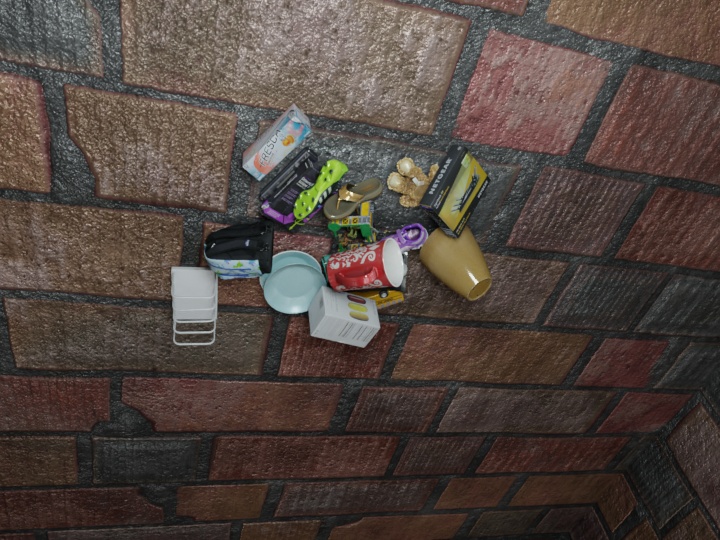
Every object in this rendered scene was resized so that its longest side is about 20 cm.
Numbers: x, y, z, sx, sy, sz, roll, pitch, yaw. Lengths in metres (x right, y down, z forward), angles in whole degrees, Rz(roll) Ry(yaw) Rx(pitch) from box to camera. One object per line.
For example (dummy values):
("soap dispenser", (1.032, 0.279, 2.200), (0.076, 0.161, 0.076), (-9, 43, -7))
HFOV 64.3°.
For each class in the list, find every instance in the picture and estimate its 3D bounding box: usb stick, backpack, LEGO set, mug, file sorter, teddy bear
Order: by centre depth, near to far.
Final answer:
("usb stick", (-0.195, -0.255, 1.554), (0.199, 0.033, 0.055), (-40, 136, 20))
("backpack", (-0.342, -0.053, 1.611), (0.192, 0.168, 0.156), (1, 146, -6))
("mug", (0.001, -0.012, 1.622), (0.194, 0.139, 0.176), (-9, 170, 29))
("teddy bear", (0.166, -0.242, 1.638), (0.194, 0.067, 0.149), (11, 109, -21))
("LEGO set", (-0.016, -0.139, 1.665), (0.148, 0.119, 0.201), (-6, 148, 18))
("file sorter", (-0.500, 0.109, 1.725), (0.134, 0.126, 0.205), (1, 130, -15))

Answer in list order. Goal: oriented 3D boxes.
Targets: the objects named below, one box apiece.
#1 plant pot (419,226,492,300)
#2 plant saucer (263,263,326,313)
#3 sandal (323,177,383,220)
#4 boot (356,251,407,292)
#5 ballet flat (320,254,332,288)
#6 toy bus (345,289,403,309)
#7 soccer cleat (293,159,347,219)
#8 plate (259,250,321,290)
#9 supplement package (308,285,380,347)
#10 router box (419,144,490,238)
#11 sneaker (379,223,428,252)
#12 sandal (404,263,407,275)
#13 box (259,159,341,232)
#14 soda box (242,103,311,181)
("plant pot", (0.306, -0.015, 1.734), (0.182, 0.202, 0.189), (-24, 146, -18))
("plant saucer", (-0.202, 0.046, 1.770), (0.194, 0.039, 0.206), (-8, 131, -9))
("sandal", (-0.022, -0.210, 1.576), (0.197, 0.081, 0.055), (-31, 149, -19))
("boot", (0.049, -0.014, 1.801), (0.192, 0.066, 0.171), (3, 106, 3))
("ballet flat", (-0.082, 0.033, 1.804), (0.068, 0.068, 0.204), (-13, 133, -12))
("toy bus", (0.039, 0.085, 1.879), (0.194, 0.066, 0.080), (-18, 134, 1))
("soccer cleat", (-0.105, -0.209, 1.525), (0.200, 0.068, 0.080), (-47, 156, 28))
("plate", (-0.217, 0.013, 1.781), (0.193, 0.026, 0.205), (-8, 132, -8))
("supplement package", (-0.052, 0.146, 1.785), (0.195, 0.116, 0.110), (15, 132, -27))
("router box", (0.268, -0.222, 1.614), (0.156, 0.052, 0.204), (38, 78, -37))
("sneaker", (0.115, -0.085, 1.714), (0.196, 0.082, 0.089), (-28, 167, -5))
("sandal", (0.047, 0.021, 1.742), (0.195, 0.084, 0.051), (-7, 127, 7))
("box", (-0.163, -0.201, 1.582), (0.199, 0.037, 0.142), (-41, 143, 19))
("soda box", (-0.216, -0.325, 1.462), (0.198, 0.070, 0.063), (-39, 128, 20))
